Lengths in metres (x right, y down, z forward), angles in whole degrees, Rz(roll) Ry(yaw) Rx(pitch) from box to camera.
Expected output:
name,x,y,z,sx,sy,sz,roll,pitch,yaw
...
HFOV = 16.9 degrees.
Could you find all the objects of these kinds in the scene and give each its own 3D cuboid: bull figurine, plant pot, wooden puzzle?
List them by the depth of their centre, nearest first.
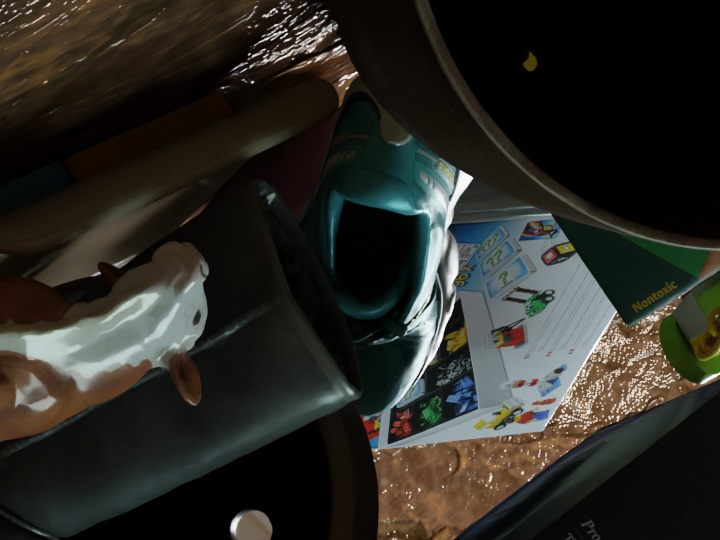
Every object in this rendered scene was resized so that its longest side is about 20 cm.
name,x,y,z,sx,sy,sz,roll,pitch,yaw
plant pot,0.067,-0.097,0.743,0.187,0.187,0.200,-30,-172,-16
bull figurine,-0.153,0.031,0.873,0.200,0.065,0.121,-15,164,21
wooden puzzle,-0.125,-0.017,1.017,0.185,0.037,0.200,-27,177,-39
plant pot,-0.074,0.111,1.058,0.200,0.200,0.175,-32,163,8

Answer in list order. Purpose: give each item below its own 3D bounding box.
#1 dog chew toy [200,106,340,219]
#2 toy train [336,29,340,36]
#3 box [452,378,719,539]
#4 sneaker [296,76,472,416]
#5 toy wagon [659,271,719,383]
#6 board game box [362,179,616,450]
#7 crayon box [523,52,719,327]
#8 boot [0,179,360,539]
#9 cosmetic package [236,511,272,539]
name,x,y,z,sx,sy,sz,roll,pitch,yaw
dog chew toy,-0.020,-0.012,1.193,0.124,0.125,0.200,-29,166,-26
toy train,0.023,-0.098,1.076,0.046,0.034,0.200,-38,174,3
box,0.091,0.155,1.031,0.198,0.123,0.200,-35,178,-16
sneaker,0.000,0.000,1.010,0.200,0.077,0.080,97,9,-52
toy wagon,0.189,-0.007,0.976,0.155,0.040,0.200,-36,167,37
board game box,0.058,0.017,1.141,0.126,0.035,0.200,-4,146,-22
crayon box,0.134,-0.106,0.887,0.200,0.173,0.058,-35,180,23
boot,-0.090,0.083,0.939,0.200,0.182,0.073,-22,166,6
cosmetic package,-0.106,0.157,1.207,0.073,0.104,0.200,-42,162,33
